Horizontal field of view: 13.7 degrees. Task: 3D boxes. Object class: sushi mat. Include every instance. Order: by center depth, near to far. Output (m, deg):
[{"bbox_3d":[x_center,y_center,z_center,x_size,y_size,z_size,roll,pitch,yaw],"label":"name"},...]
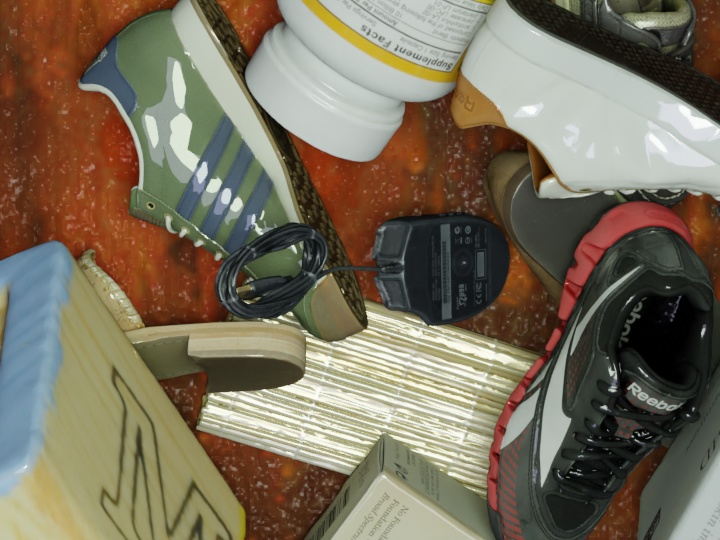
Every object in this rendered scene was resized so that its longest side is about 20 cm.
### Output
[{"bbox_3d":[0.017,0.069,1.619,0.199,0.012,0.096,17,100,-3],"label":"sushi mat"}]

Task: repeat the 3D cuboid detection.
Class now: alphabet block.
[{"bbox_3d":[-0.186,0.141,1.499,0.195,0.197,0.200,-23,121,16],"label":"alphabet block"}]

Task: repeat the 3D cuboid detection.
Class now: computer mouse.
[{"bbox_3d":[0.000,0.000,1.545,0.199,0.034,0.059,-3,96,-42],"label":"computer mouse"}]

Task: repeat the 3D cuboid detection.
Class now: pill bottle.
[{"bbox_3d":[0.026,-0.158,1.519,0.113,0.113,0.200,32,113,-5],"label":"pill bottle"}]

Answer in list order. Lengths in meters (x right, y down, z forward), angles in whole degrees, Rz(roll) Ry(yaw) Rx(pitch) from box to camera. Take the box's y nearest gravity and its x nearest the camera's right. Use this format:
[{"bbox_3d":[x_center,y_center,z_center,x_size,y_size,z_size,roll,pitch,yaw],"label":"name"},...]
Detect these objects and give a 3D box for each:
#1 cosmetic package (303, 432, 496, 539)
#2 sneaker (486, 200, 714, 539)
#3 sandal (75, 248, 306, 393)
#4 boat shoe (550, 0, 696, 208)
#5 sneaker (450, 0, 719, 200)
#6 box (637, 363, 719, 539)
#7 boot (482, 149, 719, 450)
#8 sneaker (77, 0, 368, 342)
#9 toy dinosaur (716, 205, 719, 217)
[{"bbox_3d":[0.064,0.189,1.604,0.200,0.073,0.104,34,103,-7],"label":"cosmetic package"},{"bbox_3d":[0.123,0.068,1.510,0.071,0.098,0.201,17,104,-24],"label":"sneaker"},{"bbox_3d":[-0.133,0.023,1.593,0.211,0.078,0.070,0,67,3],"label":"sandal"},{"bbox_3d":[0.139,-0.125,1.547,0.073,0.065,0.201,-23,102,-37],"label":"boat shoe"},{"bbox_3d":[0.135,-0.065,1.505,0.199,0.073,0.085,25,112,-16],"label":"sneaker"},{"bbox_3d":[0.267,0.110,1.515,0.199,0.131,0.199,25,116,-4],"label":"box"},{"bbox_3d":[0.134,0.012,1.588,0.074,0.075,0.200,-40,113,-6],"label":"boot"},{"bbox_3d":[-0.077,-0.042,1.577,0.090,0.067,0.201,-25,98,11],"label":"sneaker"},{"bbox_3d":[0.226,-0.086,1.581,0.101,0.058,0.201,-10,105,-14],"label":"toy dinosaur"}]
